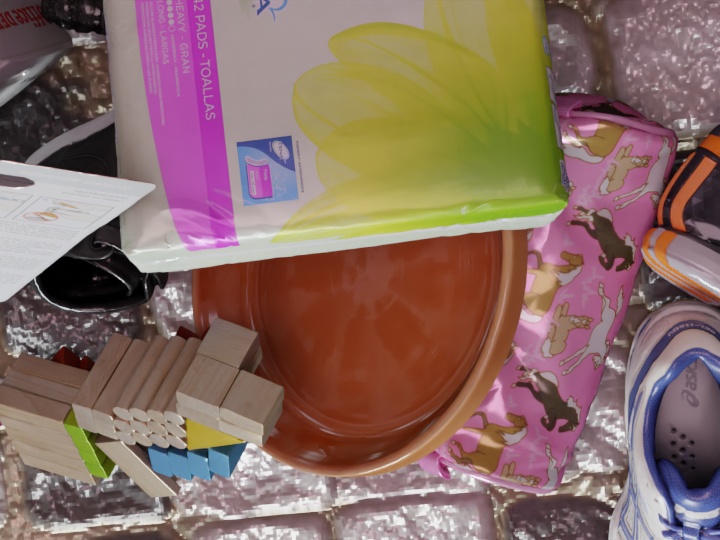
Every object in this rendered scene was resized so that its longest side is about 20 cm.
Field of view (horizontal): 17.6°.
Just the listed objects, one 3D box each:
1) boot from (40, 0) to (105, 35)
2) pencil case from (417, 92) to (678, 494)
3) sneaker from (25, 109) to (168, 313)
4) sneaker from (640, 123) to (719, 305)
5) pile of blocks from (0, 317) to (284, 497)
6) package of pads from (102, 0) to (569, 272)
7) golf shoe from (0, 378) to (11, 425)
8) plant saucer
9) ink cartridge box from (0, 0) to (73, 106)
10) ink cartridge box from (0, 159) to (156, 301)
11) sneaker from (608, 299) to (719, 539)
[{"bbox_3d":[-0.144,-0.198,1.137,0.210,0.079,0.159,14,100,4],"label":"boot"},{"bbox_3d":[0.089,0.011,1.140,0.086,0.083,0.201,17,101,2],"label":"pencil case"},{"bbox_3d":[-0.088,-0.046,1.121,0.200,0.100,0.071,-32,133,28],"label":"sneaker"},{"bbox_3d":[0.242,-0.007,1.121,0.199,0.078,0.112,31,85,-14],"label":"sneaker"},{"bbox_3d":[-0.098,0.064,1.161,0.199,0.062,0.082,-5,135,44],"label":"pile of blocks"},{"bbox_3d":[-0.013,-0.089,1.043,0.199,0.068,0.155,-6,81,1],"label":"package of pads"},{"bbox_3d":[-0.271,0.032,1.204,0.200,0.077,0.088,45,79,-2],"label":"golf shoe"},{"bbox_3d":[0.000,0.000,1.131,0.200,0.032,0.202,-6,80,39],"label":"plant saucer"},{"bbox_3d":[-0.245,-0.157,1.122,0.084,0.146,0.200,-38,92,12],"label":"ink cartridge box"},{"bbox_3d":[-0.198,-0.039,1.021,0.162,0.200,0.057,8,67,-26],"label":"ink cartridge box"},{"bbox_3d":[0.158,0.119,1.146,0.075,0.088,0.201,-5,100,6],"label":"sneaker"}]
